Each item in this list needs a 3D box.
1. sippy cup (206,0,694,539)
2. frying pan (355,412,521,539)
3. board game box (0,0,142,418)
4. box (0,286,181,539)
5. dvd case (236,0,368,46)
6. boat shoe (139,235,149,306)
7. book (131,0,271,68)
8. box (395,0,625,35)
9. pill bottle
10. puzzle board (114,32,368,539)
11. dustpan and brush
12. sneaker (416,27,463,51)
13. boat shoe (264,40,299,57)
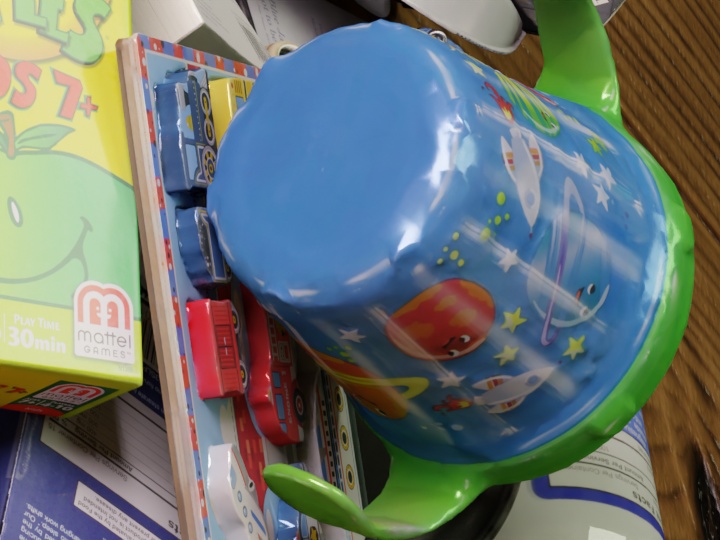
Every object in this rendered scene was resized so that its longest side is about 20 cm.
[{"bbox_3d":[0.022,-0.013,0.877,0.130,0.139,0.179,36,37,-52],"label":"sippy cup"},{"bbox_3d":[0.039,0.083,1.030,0.189,0.115,0.031,31,-9,-20],"label":"frying pan"},{"bbox_3d":[-0.125,-0.061,0.843,0.101,0.048,0.201,10,68,-36],"label":"board game box"},{"bbox_3d":[-0.077,0.095,0.878,0.121,0.032,0.201,40,35,-29],"label":"box"},{"bbox_3d":[-0.001,-0.062,1.266,0.200,0.017,0.143,19,50,-62],"label":"dvd case"},{"bbox_3d":[-0.115,-0.058,0.944,0.200,0.072,0.068,40,-3,-23],"label":"boat shoe"},{"bbox_3d":[-0.100,-0.150,1.022,0.201,0.048,0.134,57,8,15],"label":"book"},{"bbox_3d":[0.027,-0.204,1.312,0.049,0.161,0.200,-49,125,-18],"label":"box"},{"bbox_3d":[0.070,0.102,1.138,0.112,0.112,0.201,43,32,-45],"label":"pill bottle"},{"bbox_3d":[-0.033,0.027,0.904,0.151,0.017,0.201,4,78,-71],"label":"puzzle board"},{"bbox_3d":[0.003,-0.146,1.238,0.139,0.057,0.200,34,-4,10],"label":"dustpan and brush"},{"bbox_3d":[0.025,-0.057,1.221,0.089,0.078,0.200,52,19,2],"label":"sneaker"},{"bbox_3d":[0.000,0.000,1.073,0.075,0.068,0.200,-26,75,-45],"label":"boat shoe"}]
